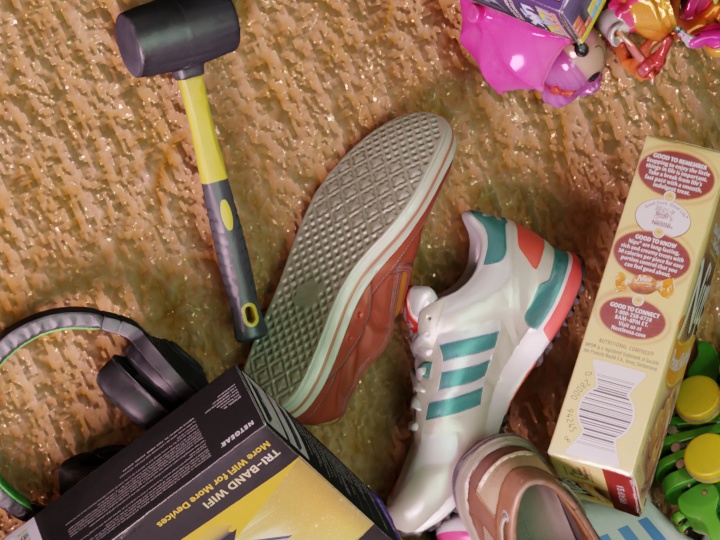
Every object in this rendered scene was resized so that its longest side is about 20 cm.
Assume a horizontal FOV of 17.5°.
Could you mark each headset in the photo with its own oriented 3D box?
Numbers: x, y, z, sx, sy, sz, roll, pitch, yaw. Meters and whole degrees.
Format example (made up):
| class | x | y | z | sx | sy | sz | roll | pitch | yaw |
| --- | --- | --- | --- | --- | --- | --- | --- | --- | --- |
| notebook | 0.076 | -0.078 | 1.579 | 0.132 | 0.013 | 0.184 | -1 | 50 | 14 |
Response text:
| class | x | y | z | sx | sy | sz | roll | pitch | yaw |
| --- | --- | --- | --- | --- | --- | --- | --- | --- | --- |
| headset | -0.125 | 0.094 | 1.308 | 0.200 | 0.094 | 0.124 | 21 | 93 | -11 |

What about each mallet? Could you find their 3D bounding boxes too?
| class | x | y | z | sx | sy | sz | roll | pitch | yaw |
| --- | --- | --- | --- | --- | --- | --- | --- | --- | --- |
| mallet | -0.093 | -0.056 | 1.304 | 0.066 | 0.041 | 0.201 | -10 | 99 | -22 |

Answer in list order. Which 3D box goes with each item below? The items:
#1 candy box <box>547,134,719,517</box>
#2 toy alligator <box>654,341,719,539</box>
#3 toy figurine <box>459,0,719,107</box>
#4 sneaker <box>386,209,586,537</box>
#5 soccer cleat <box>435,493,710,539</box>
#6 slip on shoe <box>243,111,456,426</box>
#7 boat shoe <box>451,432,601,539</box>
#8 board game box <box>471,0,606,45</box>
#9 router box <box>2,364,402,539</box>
| class | x | y | z | sx | sy | sz | roll | pitch | yaw |
| --- | --- | --- | --- | --- | --- | --- | --- | --- | --- |
| candy box | 0.168 | 0.034 | 1.380 | 0.055 | 0.115 | 0.200 | 16 | 77 | 13 |
| toy alligator | 0.209 | 0.135 | 1.432 | 0.054 | 0.200 | 0.059 | -16 | 145 | 15 |
| toy figurine | 0.147 | -0.163 | 1.381 | 0.184 | 0.150 | 0.200 | -33 | 134 | -4 |
| sneaker | 0.049 | 0.057 | 1.381 | 0.093 | 0.070 | 0.200 | 32 | 83 | -12 |
| soccer cleat | 0.135 | 0.165 | 1.437 | 0.200 | 0.070 | 0.087 | 20 | 66 | -24 |
| slip on shoe | 0.000 | 0.000 | 1.349 | 0.061 | 0.074 | 0.200 | 32 | 81 | -48 |
| boat shoe | 0.116 | 0.188 | 1.345 | 0.076 | 0.072 | 0.200 | -35 | 113 | -11 |
| board game box | 0.092 | -0.248 | 1.306 | 0.200 | 0.165 | 0.057 | -63 | 155 | -6 |
| router box | -0.096 | 0.161 | 1.261 | 0.200 | 0.052 | 0.157 | -37 | 135 | 7 |
